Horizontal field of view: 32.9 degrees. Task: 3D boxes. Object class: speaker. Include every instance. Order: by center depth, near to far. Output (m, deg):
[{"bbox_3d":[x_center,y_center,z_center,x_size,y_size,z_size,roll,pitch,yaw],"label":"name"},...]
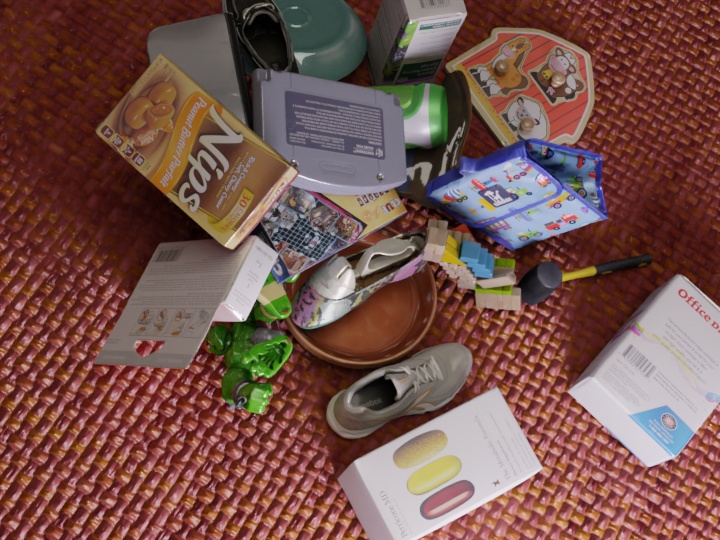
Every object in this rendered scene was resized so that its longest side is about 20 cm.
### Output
[{"bbox_3d":[0.009,-0.195,1.559,0.199,0.089,0.089,-1,69,10],"label":"speaker"}]

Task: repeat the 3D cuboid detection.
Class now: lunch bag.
[{"bbox_3d":[0.188,-0.109,1.514,0.199,0.150,0.095,18,61,-45],"label":"lunch bag"}]

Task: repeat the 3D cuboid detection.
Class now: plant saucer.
[{"bbox_3d":[-0.005,0.030,1.523,0.199,0.032,0.201,4,63,-8],"label":"plant saucer"},{"bbox_3d":[-0.087,-0.323,1.607,0.199,0.036,0.201,4,51,-5],"label":"plant saucer"}]

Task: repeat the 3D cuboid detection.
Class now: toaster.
[{"bbox_3d":[-0.191,-0.185,1.493,0.118,0.181,0.201,-9,73,-10],"label":"toaster"}]

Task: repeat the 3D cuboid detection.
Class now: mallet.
[{"bbox_3d":[0.302,-0.002,1.593,0.199,0.066,0.041,-14,73,-17],"label":"mallet"}]

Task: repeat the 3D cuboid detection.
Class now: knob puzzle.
[{"bbox_3d":[0.245,-0.262,1.694,0.218,0.030,0.221,4,69,-11],"label":"knob puzzle"}]

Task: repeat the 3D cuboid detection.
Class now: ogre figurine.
[{"bbox_3d":[-0.123,0.083,1.432,0.098,0.120,0.201,1,66,-28],"label":"ogre figurine"}]

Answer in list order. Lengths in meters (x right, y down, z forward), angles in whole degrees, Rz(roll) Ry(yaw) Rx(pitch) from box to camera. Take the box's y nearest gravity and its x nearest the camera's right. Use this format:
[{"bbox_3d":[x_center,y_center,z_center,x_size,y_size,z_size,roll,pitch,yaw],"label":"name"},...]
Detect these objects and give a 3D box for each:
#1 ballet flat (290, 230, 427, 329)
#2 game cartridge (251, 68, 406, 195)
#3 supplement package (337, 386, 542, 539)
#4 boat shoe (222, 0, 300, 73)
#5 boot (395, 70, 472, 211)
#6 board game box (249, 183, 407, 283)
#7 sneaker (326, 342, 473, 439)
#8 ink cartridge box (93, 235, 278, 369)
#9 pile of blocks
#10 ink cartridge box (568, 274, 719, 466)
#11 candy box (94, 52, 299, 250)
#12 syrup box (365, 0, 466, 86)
[{"bbox_3d":[0.000,0.000,1.481,0.199,0.071,0.069,-27,63,-20],"label":"ballet flat"},{"bbox_3d":[-0.036,-0.158,1.439,0.199,0.041,0.134,6,70,-31],"label":"game cartridge"},{"bbox_3d":[0.091,0.239,1.435,0.199,0.110,0.114,-25,77,-19],"label":"supplement package"},{"bbox_3d":[-0.118,-0.299,1.516,0.072,0.071,0.201,-22,62,-12],"label":"boat shoe"},{"bbox_3d":[0.091,-0.178,1.607,0.096,0.075,0.201,8,71,-13],"label":"boot"},{"bbox_3d":[-0.051,-0.085,1.451,0.200,0.035,0.136,-29,89,-37],"label":"board game box"},{"bbox_3d":[0.058,0.140,1.474,0.199,0.092,0.076,-26,77,-20],"label":"sneaker"},{"bbox_3d":[-0.202,0.045,1.402,0.044,0.199,0.174,40,63,-34],"label":"ink cartridge box"},{"bbox_3d":[0.146,-0.017,1.510,0.082,0.200,0.062,-7,61,33],"label":"pile of blocks"},{"bbox_3d":[0.387,0.126,1.555,0.144,0.085,0.200,44,69,5],"label":"ink cartridge box"},{"bbox_3d":[-0.179,-0.131,1.348,0.200,0.055,0.116,41,93,10],"label":"candy box"},{"bbox_3d":[0.067,-0.307,1.579,0.078,0.200,0.082,-10,71,-15],"label":"syrup box"}]
